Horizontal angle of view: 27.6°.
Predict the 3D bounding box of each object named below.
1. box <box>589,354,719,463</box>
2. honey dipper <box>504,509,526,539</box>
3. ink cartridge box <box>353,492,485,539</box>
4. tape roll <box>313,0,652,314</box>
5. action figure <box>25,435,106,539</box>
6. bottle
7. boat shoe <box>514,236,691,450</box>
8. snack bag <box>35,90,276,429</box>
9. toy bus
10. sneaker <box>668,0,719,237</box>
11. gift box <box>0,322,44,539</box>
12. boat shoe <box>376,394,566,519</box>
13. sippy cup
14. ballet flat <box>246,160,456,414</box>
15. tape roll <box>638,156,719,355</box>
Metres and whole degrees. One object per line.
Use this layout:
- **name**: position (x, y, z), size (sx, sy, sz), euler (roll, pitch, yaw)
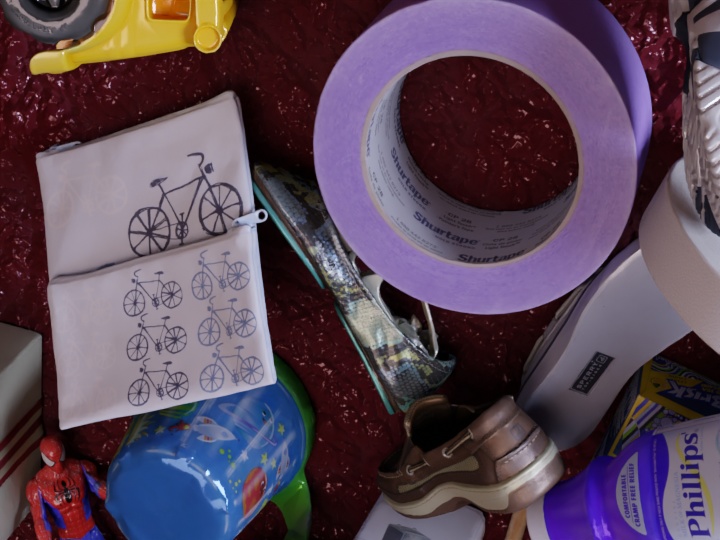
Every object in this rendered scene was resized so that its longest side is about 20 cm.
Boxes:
- **box**: position (0.182, 0.160, 0.994), size (0.069, 0.064, 0.202), euler (24, 120, 6)
- **honey dipper**: position (0.109, 0.203, 1.058), size (0.038, 0.038, 0.202), euler (17, 115, 9)
- **ink cartridge box**: position (0.014, 0.265, 1.020), size (0.084, 0.200, 0.147), euler (18, 119, 15)
- **tape roll**: position (0.076, -0.081, 0.901), size (0.197, 0.085, 0.203), euler (7, 116, 14)
- **action figure**: position (-0.209, 0.225, 1.136), size (0.065, 0.099, 0.202), euler (-20, 111, -18)
- **bottle**: position (0.192, 0.133, 0.865), size (0.198, 0.085, 0.065), euler (-18, 153, 36)
- **boat shoe**: position (0.162, 0.031, 0.937), size (0.071, 0.066, 0.201), euler (19, 127, -12)
- **snack bag**: position (-0.141, -0.007, 0.974), size (0.187, 0.021, 0.203), euler (-13, 78, 31)
- **toy bus**: position (-0.120, -0.227, 0.878), size (0.189, 0.136, 0.203), euler (-2, 112, 4)
- **sneaker**: position (0.238, -0.110, 0.789), size (0.128, 0.201, 0.080), euler (-3, 143, 7)
- **gift box**: position (-0.360, 0.141, 1.092), size (0.197, 0.187, 0.187), euler (8, 117, 13)
- **boat shoe**: position (0.060, 0.114, 0.973), size (0.075, 0.075, 0.202), euler (55, 151, -7)
- **sippy cup**: position (-0.114, 0.134, 1.040), size (0.176, 0.131, 0.141), euler (18, 119, 9)
- **ballet flat**: position (0.000, 0.000, 0.984), size (0.074, 0.074, 0.201), euler (-24, 107, 26)
- **tape roll**: position (0.251, 0.006, 0.818), size (0.201, 0.203, 0.037), euler (28, 123, 3)
